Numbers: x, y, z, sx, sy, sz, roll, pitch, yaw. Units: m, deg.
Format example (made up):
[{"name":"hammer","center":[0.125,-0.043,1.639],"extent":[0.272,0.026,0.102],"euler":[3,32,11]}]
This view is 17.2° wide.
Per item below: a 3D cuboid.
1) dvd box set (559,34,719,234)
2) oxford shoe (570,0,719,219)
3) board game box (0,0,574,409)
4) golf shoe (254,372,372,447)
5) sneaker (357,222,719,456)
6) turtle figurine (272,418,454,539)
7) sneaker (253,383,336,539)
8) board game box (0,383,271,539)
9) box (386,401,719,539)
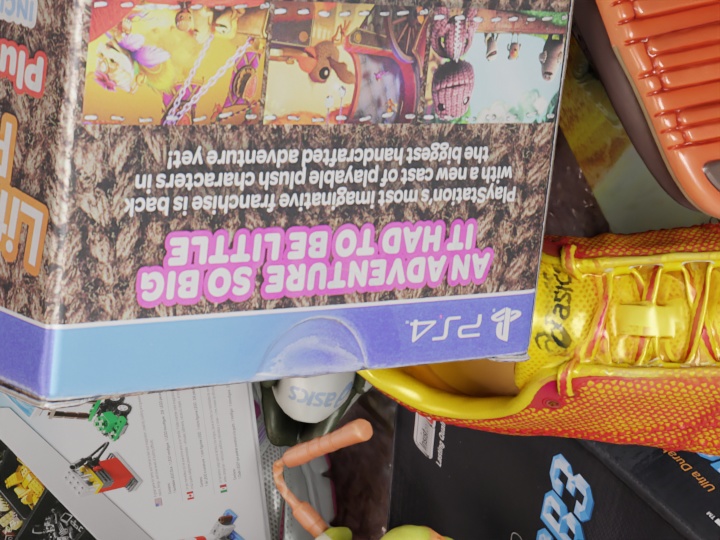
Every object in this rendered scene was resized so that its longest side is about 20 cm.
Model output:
[{"name":"dvd box set","center":[0.112,-0.061,0.697],"extent":[0.146,0.029,0.201],"euler":[-34,79,53]},{"name":"oxford shoe","center":[0.068,-0.102,0.657],"extent":[0.072,0.071,0.201],"euler":[-37,66,57]},{"name":"board game box","center":[-0.033,-0.080,0.589],"extent":[0.097,0.159,0.202],"euler":[17,105,45]},{"name":"golf shoe","center":[0.000,0.000,0.781],"extent":[0.200,0.078,0.098],"euler":[105,174,-69]},{"name":"sneaker","center":[0.084,0.021,0.649],"extent":[0.199,0.077,0.074],"euler":[-7,81,32]},{"name":"turtle figurine","center":[0.036,0.143,0.762],"extent":[0.199,0.064,0.162],"euler":[16,132,50]},{"name":"sneaker","center":[-0.085,0.063,0.963],"extent":[0.201,0.088,0.081],"euler":[55,142,18]},{"name":"board game box","center":[-0.099,0.060,0.837],"extent":[0.035,0.125,0.201],"euler":[-108,10,-47]},{"name":"box","center":[0.087,0.117,0.776],"extent":[0.198,0.050,0.201],"euler":[42,147,30]}]
